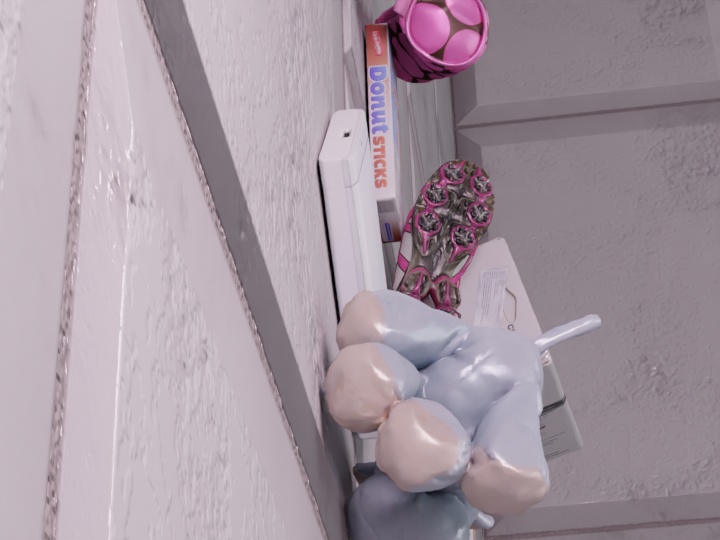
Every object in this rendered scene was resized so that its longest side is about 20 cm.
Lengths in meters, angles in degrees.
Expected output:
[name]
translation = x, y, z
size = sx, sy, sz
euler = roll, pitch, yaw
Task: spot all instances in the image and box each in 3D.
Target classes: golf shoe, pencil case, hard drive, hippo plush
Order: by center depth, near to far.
[hippo plush]
translation = 0.035, 0.105, 1.111
size = 0.161, 0.158, 0.200
euler = -61, -178, 39
[hard drive]
translation = 0.000, 0.000, 1.229
size = 0.132, 0.026, 0.202
euler = -80, 164, -70
[golf shoe]
translation = 0.063, -0.008, 1.573
size = 0.092, 0.072, 0.201
euler = 128, -16, -64
[pencil case]
translation = 0.062, -0.230, 1.674
size = 0.200, 0.093, 0.091
euler = 176, -72, -82

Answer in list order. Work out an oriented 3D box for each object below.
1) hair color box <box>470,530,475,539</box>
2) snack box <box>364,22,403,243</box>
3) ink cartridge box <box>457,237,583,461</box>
[hair color box]
translation = 0.071, 0.196, 1.595
size = 0.110, 0.064, 0.201
euler = 80, 8, -45
[snack box]
translation = 0.023, -0.129, 1.605
size = 0.072, 0.024, 0.201
euler = 74, 12, -57
[ink cartridge box]
translation = 0.140, 0.084, 1.664
size = 0.200, 0.083, 0.145
euler = 63, 7, -57
